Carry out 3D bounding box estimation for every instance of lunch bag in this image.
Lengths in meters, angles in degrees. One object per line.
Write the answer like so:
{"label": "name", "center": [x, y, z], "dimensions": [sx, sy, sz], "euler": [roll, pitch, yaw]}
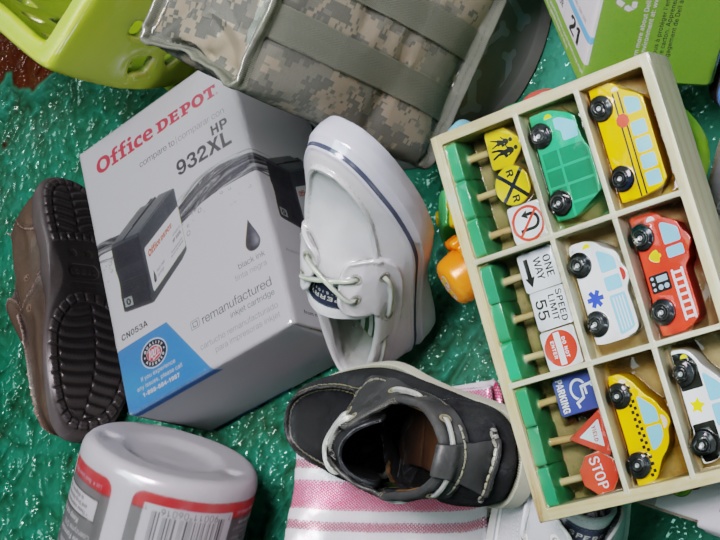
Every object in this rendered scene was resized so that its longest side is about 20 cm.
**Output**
{"label": "lunch bag", "center": [0.001, -0.180, 0.861], "dimensions": [0.117, 0.164, 0.201], "euler": [29, 97, 44]}

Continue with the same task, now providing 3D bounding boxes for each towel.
{"label": "towel", "center": [0.013, 0.163, 0.894], "dimensions": [0.146, 0.030, 0.201], "euler": [-8, 62, 32]}

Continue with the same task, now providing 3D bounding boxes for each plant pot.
{"label": "plant pot", "center": [-0.149, -0.234, 1.055], "dimensions": [0.200, 0.181, 0.199], "euler": [42, 104, 37]}

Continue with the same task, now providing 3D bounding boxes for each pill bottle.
{"label": "pill bottle", "center": [-0.141, 0.207, 0.968], "dimensions": [0.114, 0.114, 0.201], "euler": [22, 101, 39]}

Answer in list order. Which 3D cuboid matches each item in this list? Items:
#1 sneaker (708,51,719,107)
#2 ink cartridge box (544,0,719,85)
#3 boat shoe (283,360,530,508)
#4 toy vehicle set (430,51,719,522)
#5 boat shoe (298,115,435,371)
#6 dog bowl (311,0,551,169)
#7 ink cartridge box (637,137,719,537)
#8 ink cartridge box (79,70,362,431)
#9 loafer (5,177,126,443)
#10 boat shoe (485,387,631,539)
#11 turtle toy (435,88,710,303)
{"label": "sneaker", "center": [0.221, -0.178, 0.837], "dimensions": [0.083, 0.071, 0.201], "euler": [0, 77, 53]}
{"label": "ink cartridge box", "center": [0.150, -0.218, 0.795], "dimensions": [0.148, 0.075, 0.201], "euler": [-101, 14, -52]}
{"label": "boat shoe", "center": [0.009, 0.089, 0.848], "dimensions": [0.200, 0.067, 0.072], "euler": [5, 95, 56]}
{"label": "toy vehicle set", "center": [0.117, 0.011, 0.745], "dimensions": [0.124, 0.026, 0.201], "euler": [-21, 81, 32]}
{"label": "boat shoe", "center": [0.000, 0.000, 0.868], "dimensions": [0.073, 0.200, 0.067], "euler": [29, 66, 31]}
{"label": "dog bowl", "center": [0.023, -0.168, 0.984], "dimensions": [0.199, 0.059, 0.201], "euler": [-11, 71, 34]}
{"label": "ink cartridge box", "center": [0.242, 0.044, 0.743], "dimensions": [0.175, 0.084, 0.201], "euler": [15, 87, 38]}
{"label": "ink cartridge box", "center": [-0.094, -0.017, 1.017], "dimensions": [0.145, 0.084, 0.201], "euler": [-30, 62, 28]}
{"label": "loafer", "center": [-0.214, 0.034, 1.113], "dimensions": [0.071, 0.073, 0.201], "euler": [-32, 55, 39]}
{"label": "boat shoe", "center": [0.111, 0.125, 0.806], "dimensions": [0.069, 0.072, 0.201], "euler": [-154, 73, -80]}
{"label": "turtle toy", "center": [0.110, -0.041, 0.839], "dimensions": [0.200, 0.101, 0.147], "euler": [-17, 67, 47]}
